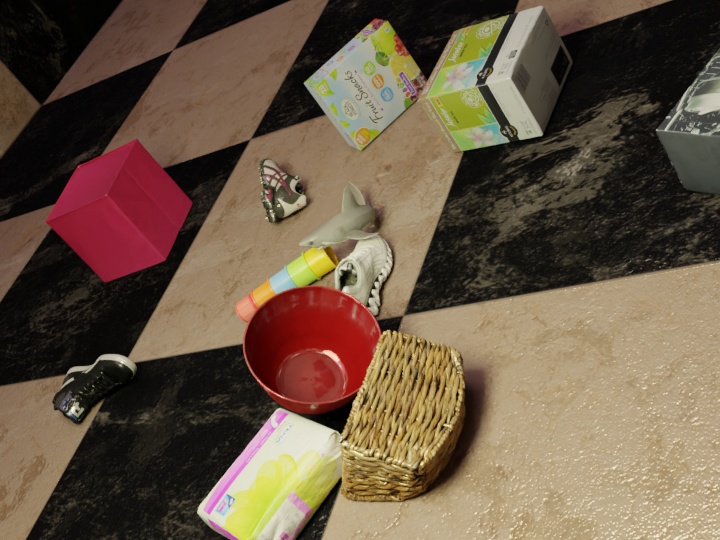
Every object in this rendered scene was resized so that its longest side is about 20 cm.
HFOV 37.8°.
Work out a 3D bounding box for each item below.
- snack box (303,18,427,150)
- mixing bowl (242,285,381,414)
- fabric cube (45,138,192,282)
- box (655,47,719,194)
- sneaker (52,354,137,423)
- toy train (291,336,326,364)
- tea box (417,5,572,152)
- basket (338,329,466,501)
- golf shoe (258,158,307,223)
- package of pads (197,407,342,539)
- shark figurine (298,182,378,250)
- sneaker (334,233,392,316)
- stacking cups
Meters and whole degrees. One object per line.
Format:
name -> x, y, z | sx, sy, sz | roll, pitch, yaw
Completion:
snack box -> 0.015, -0.369, 2.090 | 0.200, 0.169, 0.068 | -43, 29, -6
mixing bowl -> -0.070, 0.134, 1.532 | 0.198, 0.109, 0.201 | 2, 52, -3
fabric cube -> -0.526, -0.130, 2.307 | 0.195, 0.200, 0.201 | -18, 37, 31
box -> 0.541, -0.203, 1.396 | 0.197, 0.124, 0.199 | -51, 34, -16
sneaker -> -0.497, 0.229, 1.955 | 0.199, 0.073, 0.112 | -20, 39, 42
toy train -> -0.093, 0.098, 1.695 | 0.114, 0.086, 0.200 | -39, 33, -15
tea box -> 0.239, -0.333, 1.852 | 0.196, 0.134, 0.201 | -8, 43, 40
basket -> 0.066, 0.208, 1.410 | 0.142, 0.150, 0.201 | 14, 52, 13
golf shoe -> -0.157, -0.165, 2.117 | 0.087, 0.078, 0.201 | -15, 36, 0
package of pads -> -0.116, 0.298, 1.475 | 0.154, 0.068, 0.200 | 12, 57, 52
shark figurine -> -0.013, -0.108, 1.824 | 0.127, 0.090, 0.214 | -8, 18, 28
sneaker -> 0.000, 0.000, 1.725 | 0.075, 0.081, 0.201 | -22, 34, 28
stacking cups -> -0.132, 0.022, 1.858 | 0.199, 0.061, 0.061 | -33, 32, 15
